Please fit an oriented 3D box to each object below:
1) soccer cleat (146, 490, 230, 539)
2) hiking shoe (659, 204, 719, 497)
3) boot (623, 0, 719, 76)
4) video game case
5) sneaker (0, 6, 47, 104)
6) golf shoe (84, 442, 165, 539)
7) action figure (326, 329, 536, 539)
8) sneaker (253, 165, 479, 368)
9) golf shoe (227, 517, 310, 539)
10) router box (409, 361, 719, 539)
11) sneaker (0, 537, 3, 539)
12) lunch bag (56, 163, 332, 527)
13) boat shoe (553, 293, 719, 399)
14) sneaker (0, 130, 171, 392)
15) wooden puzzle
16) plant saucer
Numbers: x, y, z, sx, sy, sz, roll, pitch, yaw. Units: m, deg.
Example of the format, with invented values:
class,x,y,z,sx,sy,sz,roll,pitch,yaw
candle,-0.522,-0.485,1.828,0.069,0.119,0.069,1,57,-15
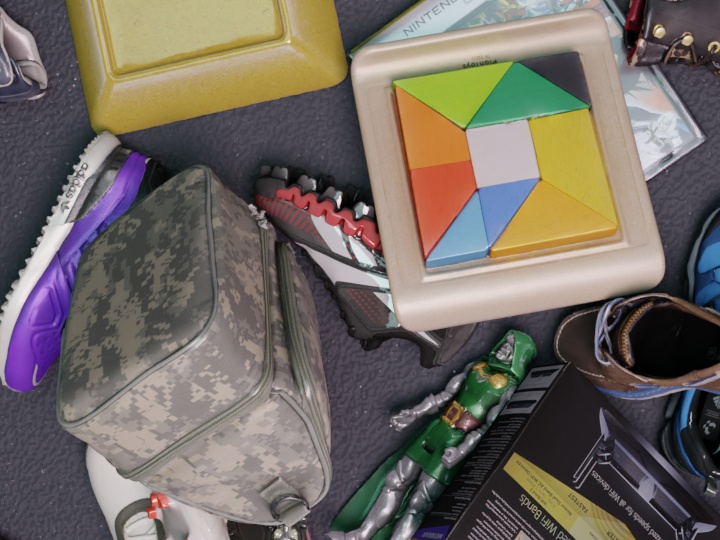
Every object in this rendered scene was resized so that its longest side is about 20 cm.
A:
class,x,y,z,sx,sy,sz,roll,pitch,yaw
soccer cleat,-0.118,0.133,0.947,0.077,0.070,0.200,-14,46,-23
hiking shoe,0.260,0.050,0.941,0.074,0.087,0.202,7,94,-1
boot,0.255,-0.137,0.933,0.149,0.073,0.202,10,87,-4
video game case,0.117,-0.124,0.982,0.180,0.026,0.201,-35,88,6
sneaker,-0.308,-0.106,0.998,0.145,0.077,0.204,7,92,8
golf shoe,-0.141,0.198,0.989,0.077,0.088,0.201,-30,88,7
action figure,0.059,0.126,0.969,0.201,0.118,0.055,-53,129,-4
sneaker,0.000,0.000,0.975,0.199,0.071,0.098,30,103,9
golf shoe,-0.063,0.221,0.981,0.077,0.088,0.201,-17,66,0
router box,0.152,0.187,0.922,0.200,0.052,0.158,45,67,-12
sneaker,-0.326,0.166,1.010,0.198,0.076,0.115,23,100,10
lunch bag,-0.093,0.054,0.900,0.139,0.201,0.168,-33,125,15
boat shoe,0.193,0.044,0.904,0.072,0.199,0.073,19,77,-35
sneaker,-0.189,0.009,0.995,0.099,0.070,0.201,26,95,2
wooden puzzle,0.098,-0.072,0.925,0.183,0.037,0.202,-10,76,-2
plant saucer,-0.125,-0.216,0.992,0.198,0.048,0.202,-12,90,6
